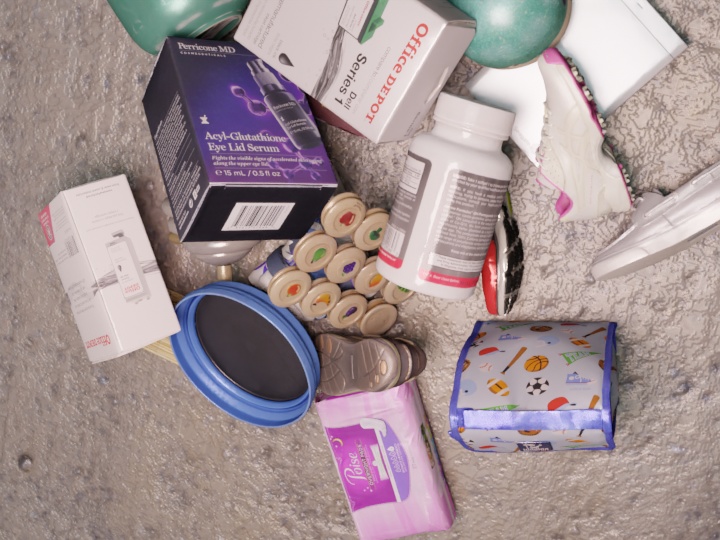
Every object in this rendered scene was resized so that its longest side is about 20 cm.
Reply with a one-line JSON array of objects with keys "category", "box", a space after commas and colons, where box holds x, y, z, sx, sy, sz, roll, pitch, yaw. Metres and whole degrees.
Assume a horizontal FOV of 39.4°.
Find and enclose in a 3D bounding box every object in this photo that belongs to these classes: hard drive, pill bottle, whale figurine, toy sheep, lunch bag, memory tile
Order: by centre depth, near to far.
[{"category": "whale figurine", "box": [0.143, -0.312, 1.041, 0.159, 0.104, 0.200, -7, 87, 30]}, {"category": "pill bottle", "box": [0.093, -0.079, 1.049, 0.111, 0.111, 0.200, 19, 103, 11]}, {"category": "lunch bag", "box": [0.191, 0.132, 1.084, 0.170, 0.200, 0.124, -3, 101, 15]}, {"category": "hard drive", "box": [0.229, -0.220, 1.085, 0.200, 0.027, 0.132, -42, 89, 20]}, {"category": "memory tile", "box": [0.000, 0.000, 1.123, 0.153, 0.200, 0.017, -51, 49, 15]}, {"category": "toy sheep", "box": [-0.170, -0.077, 1.180, 0.138, 0.138, 0.200, -4, 107, 17]}]

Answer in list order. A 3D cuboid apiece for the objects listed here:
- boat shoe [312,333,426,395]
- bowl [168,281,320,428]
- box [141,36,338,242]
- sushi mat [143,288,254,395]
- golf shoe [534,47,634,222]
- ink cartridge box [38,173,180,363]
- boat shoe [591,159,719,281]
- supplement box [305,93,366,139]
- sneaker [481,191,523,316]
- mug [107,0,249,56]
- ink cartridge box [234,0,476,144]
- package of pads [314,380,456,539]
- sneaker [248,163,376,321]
[{"category": "boat shoe", "box": [0.007, 0.110, 1.164, 0.073, 0.200, 0.075, 1, 90, -29]}, {"category": "bowl", "box": [-0.137, 0.099, 1.201, 0.201, 0.039, 0.201, 18, 131, 22]}, {"category": "box", "box": [-0.133, -0.139, 1.070, 0.104, 0.148, 0.200, -52, 50, 47]}, {"category": "sushi mat", "box": [-0.213, 0.085, 1.286, 0.200, 0.012, 0.096, 24, 108, 10]}, {"category": "golf shoe", "box": [0.216, -0.134, 1.054, 0.091, 0.075, 0.200, -22, 114, 16]}, {"category": "ink cartridge box", "box": [-0.306, 0.002, 1.212, 0.147, 0.083, 0.200, -17, 93, 60]}, {"category": "boat shoe", "box": [0.329, -0.058, 1.076, 0.200, 0.072, 0.069, -34, 70, 26]}, {"category": "supplement box", "box": [-0.001, -0.260, 1.122, 0.109, 0.061, 0.200, 25, 107, 11]}, {"category": "sneaker", "box": [0.131, -0.045, 1.135, 0.085, 0.077, 0.200, -11, 89, 23]}, {"category": "mug", "box": [-0.196, -0.308, 1.103, 0.152, 0.185, 0.114, -32, 95, -4]}, {"category": "ink cartridge box", "box": [-0.006, -0.243, 1.021, 0.200, 0.084, 0.146, 38, 116, 15]}, {"category": "package of pads", "box": [0.030, 0.227, 1.217, 0.120, 0.076, 0.200, -16, 98, 16]}, {"category": "sneaker", "box": [-0.078, -0.034, 1.183, 0.146, 0.081, 0.200, -19, 103, 13]}]
